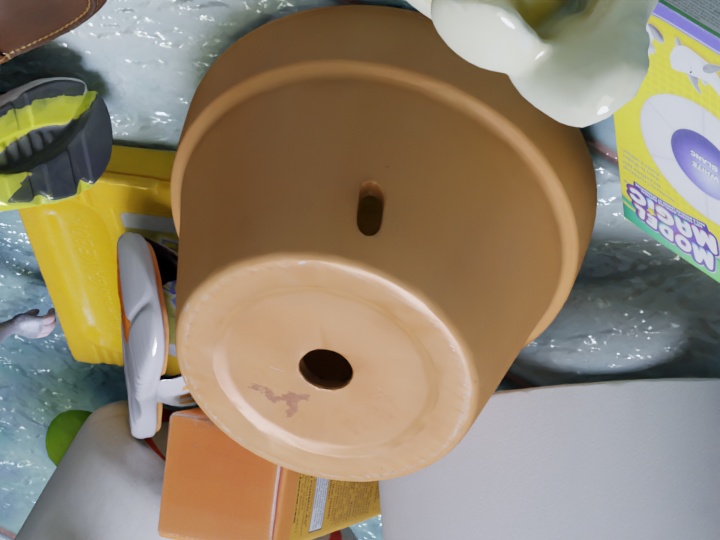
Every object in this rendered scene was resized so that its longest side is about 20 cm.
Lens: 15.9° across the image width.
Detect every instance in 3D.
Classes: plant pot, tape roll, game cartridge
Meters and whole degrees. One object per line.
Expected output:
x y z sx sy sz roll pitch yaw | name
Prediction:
0.000 0.000 1.170 0.199 0.140 0.200 8 132 8 | plant pot
0.111 0.135 1.286 0.202 0.140 0.203 -4 170 -1 | tape roll
-0.071 0.004 1.338 0.199 0.033 0.176 5 145 13 | game cartridge

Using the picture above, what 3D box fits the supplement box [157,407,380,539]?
-0.035 0.101 1.336 0.066 0.069 0.200 8 -174 20 | supplement box

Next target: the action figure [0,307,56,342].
-0.245 0.022 1.334 0.134 0.149 0.200 10 127 12 | action figure

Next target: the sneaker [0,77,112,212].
-0.215 -0.041 1.215 0.200 0.075 0.085 -14 -173 -35 | sneaker

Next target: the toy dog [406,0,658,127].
0.026 -0.177 0.968 0.200 0.140 0.194 37 178 -31 | toy dog

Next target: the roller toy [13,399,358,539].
-0.101 0.174 1.431 0.182 0.200 0.140 28 100 -21 | roller toy

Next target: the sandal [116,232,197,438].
-0.091 0.032 1.304 0.059 0.079 0.207 -7 165 -7 | sandal

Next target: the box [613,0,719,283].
0.163 -0.052 1.105 0.117 0.048 0.200 36 159 31 | box

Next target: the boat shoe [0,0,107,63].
-0.195 -0.111 1.188 0.200 0.068 0.072 -10 139 33 | boat shoe
